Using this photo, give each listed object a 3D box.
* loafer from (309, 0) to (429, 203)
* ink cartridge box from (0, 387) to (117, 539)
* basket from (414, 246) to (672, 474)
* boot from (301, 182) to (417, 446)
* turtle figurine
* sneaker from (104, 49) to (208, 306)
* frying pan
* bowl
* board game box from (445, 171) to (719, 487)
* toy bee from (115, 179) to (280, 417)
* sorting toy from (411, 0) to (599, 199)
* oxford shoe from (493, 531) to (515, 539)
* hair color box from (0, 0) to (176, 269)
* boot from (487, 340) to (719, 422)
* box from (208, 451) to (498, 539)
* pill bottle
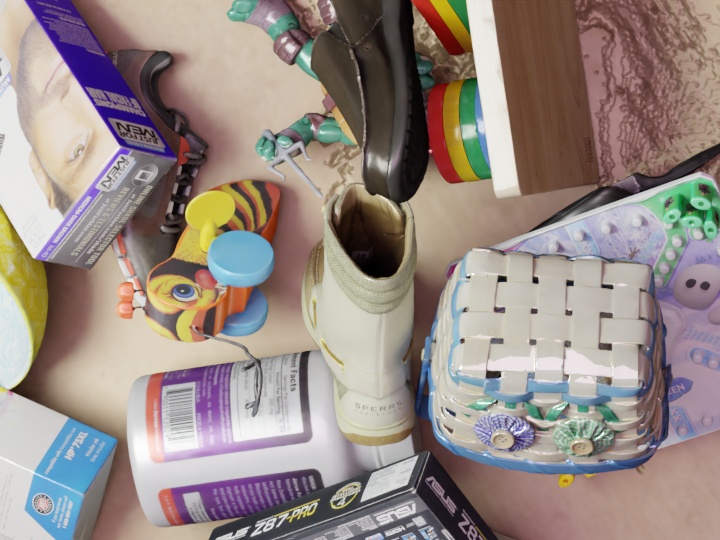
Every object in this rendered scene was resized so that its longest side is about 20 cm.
[{"bbox_3d":[0.003,-0.130,1.533,0.071,0.073,0.201,-9,58,8],"label":"loafer"},{"bbox_3d":[-0.287,0.140,1.668,0.199,0.067,0.117,24,131,4],"label":"ink cartridge box"},{"bbox_3d":[0.119,0.068,1.512,0.175,0.200,0.140,3,71,6],"label":"basket"},{"bbox_3d":[0.000,0.000,1.569,0.072,0.201,0.155,-6,129,-7],"label":"boot"},{"bbox_3d":[-0.010,-0.127,1.636,0.149,0.101,0.201,-34,79,20],"label":"turtle figurine"},{"bbox_3d":[-0.148,-0.068,1.669,0.081,0.077,0.201,-11,92,0],"label":"sneaker"},{"bbox_3d":[0.176,-0.046,1.612,0.189,0.115,0.031,-34,91,6],"label":"frying pan"},{"bbox_3d":[-0.302,-0.014,1.657,0.199,0.201,0.108,24,51,5],"label":"bowl"},{"bbox_3d":[0.186,0.048,1.576,0.199,0.026,0.201,-19,119,21],"label":"board game box"},{"bbox_3d":[-0.114,0.004,1.607,0.108,0.200,0.132,8,112,-3],"label":"toy bee"},{"bbox_3d":[0.093,-0.151,1.582,0.069,0.199,0.202,-8,92,21],"label":"sorting toy"},{"bbox_3d":[0.077,0.223,1.667,0.199,0.058,0.075,31,63,-9],"label":"oxford shoe"},{"bbox_3d":[-0.223,-0.111,1.624,0.109,0.065,0.200,-49,58,21],"label":"hair color box"},{"bbox_3d":[0.196,0.062,1.638,0.203,0.073,0.154,-42,92,9],"label":"boot"},{"bbox_3d":[0.008,0.223,1.609,0.199,0.049,0.162,-24,114,31],"label":"box"},{"bbox_3d":[-0.059,0.117,1.646,0.198,0.111,0.112,-8,91,6],"label":"pill bottle"}]
